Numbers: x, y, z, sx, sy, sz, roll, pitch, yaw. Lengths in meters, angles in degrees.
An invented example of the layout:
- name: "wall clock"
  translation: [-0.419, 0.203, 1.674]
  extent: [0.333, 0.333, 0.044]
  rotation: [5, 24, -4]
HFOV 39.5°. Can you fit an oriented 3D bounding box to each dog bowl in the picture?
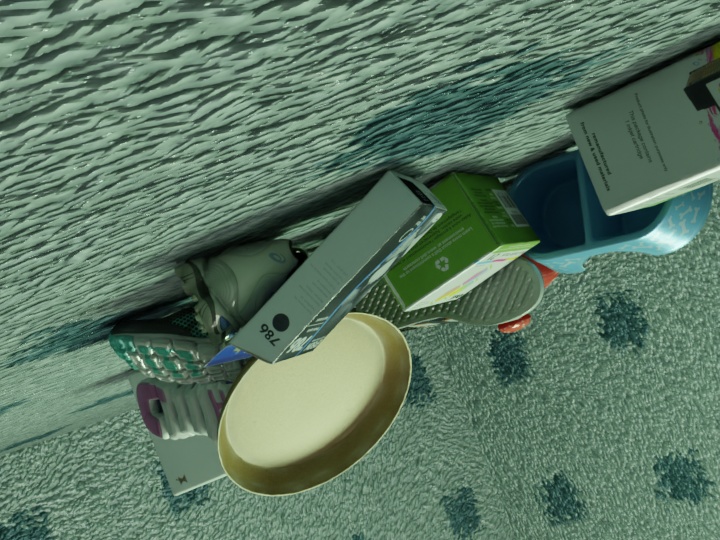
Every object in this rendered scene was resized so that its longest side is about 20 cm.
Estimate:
- name: "dog bowl"
  translation: [0.214, -0.062, 0.908]
  extent: [0.049, 0.112, 0.200]
  rotation: [3, 168, -43]

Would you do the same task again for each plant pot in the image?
- name: "plant pot"
  translation: [-0.043, 0.117, 0.904]
  extent: [0.200, 0.200, 0.027]
  rotation: [-19, -141, -25]

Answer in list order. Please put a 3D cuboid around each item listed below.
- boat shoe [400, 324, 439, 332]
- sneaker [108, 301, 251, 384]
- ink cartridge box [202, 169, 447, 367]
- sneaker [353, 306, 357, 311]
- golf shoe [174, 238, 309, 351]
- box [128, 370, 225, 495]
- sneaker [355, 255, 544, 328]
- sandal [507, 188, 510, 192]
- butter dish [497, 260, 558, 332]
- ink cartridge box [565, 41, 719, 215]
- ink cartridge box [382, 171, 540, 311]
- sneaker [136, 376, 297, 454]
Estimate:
- name: "boat shoe"
  translation: [0.019, 0.051, 1.177]
  extent: [0.199, 0.064, 0.071]
  rotation: [4, -151, 26]
- name: "sneaker"
  translation: [-0.135, 0.054, 0.949]
  extent: [0.199, 0.091, 0.078]
  rotation: [1, 144, 1]
- name: "ink cartridge box"
  translation: [-0.023, 0.012, 0.747]
  extent: [0.200, 0.039, 0.099]
  rotation: [-45, 170, 12]
- name: "sneaker"
  translation: [0.000, 0.000, 1.099]
  extent: [0.083, 0.072, 0.200]
  rotation: [12, -162, 36]
- name: "golf shoe"
  translation: [-0.081, 0.019, 0.811]
  extent: [0.097, 0.078, 0.200]
  rotation: [-27, 176, -4]
- name: "box"
  translation: [-0.209, 0.208, 1.548]
  extent: [0.200, 0.199, 0.171]
  rotation: [-24, 174, 19]
- name: "sneaker"
  translation: [0.096, 0.016, 1.003]
  extent: [0.200, 0.079, 0.079]
  rotation: [-7, -175, 32]
- name: "sandal"
  translation: [0.133, -0.052, 1.093]
  extent: [0.082, 0.050, 0.203]
  rotation: [-35, 171, -34]
- name: "butter dish"
  translation: [0.173, 0.008, 1.282]
  extent: [0.200, 0.148, 0.199]
  rotation: [-25, 175, 32]
- name: "ink cartridge box"
  translation: [0.273, -0.117, 0.730]
  extent: [0.200, 0.084, 0.145]
  rotation: [-24, 175, 30]
- name: "ink cartridge box"
  translation: [0.045, 0.001, 0.893]
  extent: [0.200, 0.076, 0.148]
  rotation: [-37, 169, 20]
- name: "sneaker"
  translation: [-0.131, 0.131, 1.009]
  extent: [0.200, 0.081, 0.088]
  rotation: [6, -157, 37]
